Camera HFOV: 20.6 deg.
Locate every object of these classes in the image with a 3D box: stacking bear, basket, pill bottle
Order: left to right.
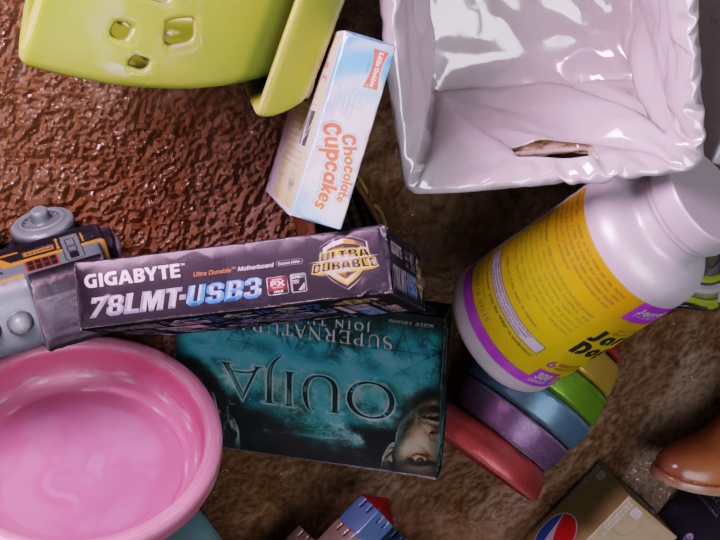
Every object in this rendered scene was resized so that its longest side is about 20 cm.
[{"bbox_3d":[0.116,-0.170,1.297,0.198,0.161,0.200,-5,111,4],"label":"basket"},{"bbox_3d":[0.146,0.063,1.502,0.200,0.114,0.121,-54,160,-4],"label":"stacking bear"},{"bbox_3d":[0.164,-0.002,1.359,0.104,0.104,0.200,31,133,-27],"label":"pill bottle"}]

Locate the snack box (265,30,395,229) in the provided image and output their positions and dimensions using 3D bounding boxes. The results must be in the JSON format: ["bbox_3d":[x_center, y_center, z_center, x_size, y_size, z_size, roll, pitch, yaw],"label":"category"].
[{"bbox_3d":[-0.022,-0.094,1.274,0.037,0.200,0.116,16,95,-8],"label":"snack box"}]

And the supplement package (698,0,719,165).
[{"bbox_3d":[0.340,-0.124,1.479,0.200,0.114,0.110,13,107,-22],"label":"supplement package"}]

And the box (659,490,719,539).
[{"bbox_3d":[0.286,0.287,1.623,0.107,0.148,0.200,33,99,-28],"label":"box"}]

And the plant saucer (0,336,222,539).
[{"bbox_3d":[-0.196,0.132,1.376,0.200,0.201,0.051,-11,136,-14],"label":"plant saucer"}]

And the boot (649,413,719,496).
[{"bbox_3d":[0.325,0.094,1.590,0.200,0.077,0.156,-8,117,-18],"label":"boot"}]

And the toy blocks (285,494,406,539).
[{"bbox_3d":[-0.002,0.254,1.551,0.137,0.100,0.200,-45,131,-7],"label":"toy blocks"}]

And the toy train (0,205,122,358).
[{"bbox_3d":[-0.254,0.019,1.346,0.200,0.114,0.085,-16,116,-11],"label":"toy train"}]

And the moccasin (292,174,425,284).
[{"bbox_3d":[0.002,-0.001,1.442,0.074,0.078,0.202,-19,117,-9],"label":"moccasin"}]

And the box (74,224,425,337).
[{"bbox_3d":[-0.065,0.011,1.296,0.198,0.200,0.050,-7,86,8],"label":"box"}]

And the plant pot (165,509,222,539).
[{"bbox_3d":[-0.193,0.236,1.427,0.188,0.200,0.200,-38,120,-16],"label":"plant pot"}]

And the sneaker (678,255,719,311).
[{"bbox_3d":[0.259,-0.024,1.468,0.074,0.200,0.081,14,105,18],"label":"sneaker"}]

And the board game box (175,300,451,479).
[{"bbox_3d":[-0.036,0.076,1.434,0.200,0.028,0.136,7,117,12],"label":"board game box"}]

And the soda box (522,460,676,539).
[{"bbox_3d":[0.158,0.256,1.615,0.200,0.064,0.068,-47,118,5],"label":"soda box"}]

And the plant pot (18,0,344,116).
[{"bbox_3d":[-0.099,-0.212,1.232,0.181,0.199,0.200,17,106,-14],"label":"plant pot"}]
